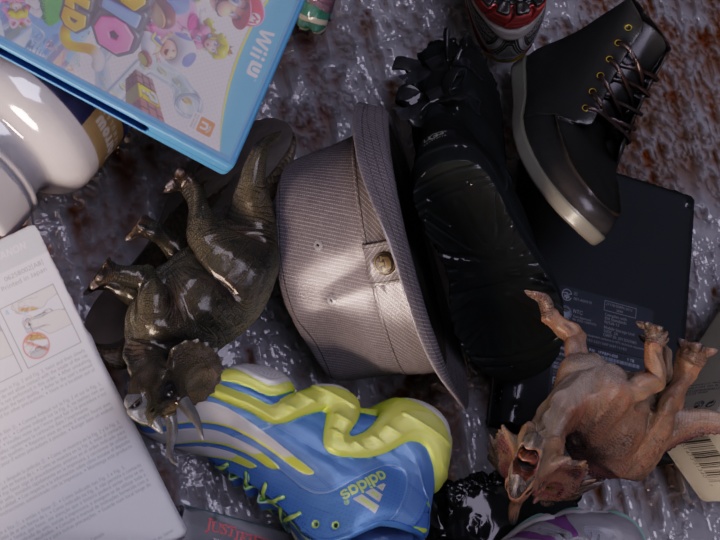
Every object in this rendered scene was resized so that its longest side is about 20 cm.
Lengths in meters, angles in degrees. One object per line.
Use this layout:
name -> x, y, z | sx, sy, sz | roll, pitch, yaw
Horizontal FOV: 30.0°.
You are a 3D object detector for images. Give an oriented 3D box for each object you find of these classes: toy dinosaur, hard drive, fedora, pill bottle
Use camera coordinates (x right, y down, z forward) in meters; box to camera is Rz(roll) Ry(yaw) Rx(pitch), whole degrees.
toy dinosaur -> 0.150, 0.098, 0.826 | 0.199, 0.086, 0.137 | 20, 85, -35
hard drive -> 0.168, 0.026, 0.959 | 0.138, 0.033, 0.202 | 15, 72, -17
toy dinosaur -> -0.095, 0.008, 0.789 | 0.102, 0.077, 0.201 | 39, 62, -8
fedora -> 0.000, 0.000, 0.852 | 0.089, 0.177, 0.202 | -15, 107, 8
pill bottle -> -0.189, -0.117, 0.811 | 0.119, 0.120, 0.201 | 37, 67, -8

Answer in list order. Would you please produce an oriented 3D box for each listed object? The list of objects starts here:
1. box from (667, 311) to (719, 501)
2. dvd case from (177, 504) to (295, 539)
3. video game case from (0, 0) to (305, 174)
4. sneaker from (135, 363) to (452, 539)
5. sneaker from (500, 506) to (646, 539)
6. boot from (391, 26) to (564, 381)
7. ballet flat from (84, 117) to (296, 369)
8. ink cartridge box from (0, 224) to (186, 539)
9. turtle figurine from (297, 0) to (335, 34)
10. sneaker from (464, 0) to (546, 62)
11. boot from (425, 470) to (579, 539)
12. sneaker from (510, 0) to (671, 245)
box -> 0.291, 0.067, 0.956 | 0.082, 0.068, 0.200 | 51, 57, -15
dvd case -> -0.066, 0.258, 0.814 | 0.145, 0.022, 0.202 | 17, 71, -16
video game case -> -0.136, -0.163, 0.768 | 0.199, 0.018, 0.144 | 28, 68, -16
sneaker -> -0.042, 0.120, 0.805 | 0.197, 0.076, 0.106 | 5, 57, -2
sneaker -> 0.092, 0.182, 0.747 | 0.198, 0.140, 0.078 | -20, 79, -16
boot -> 0.079, -0.048, 0.898 | 0.163, 0.073, 0.199 | -89, 157, -53
ballet flat -> -0.102, -0.017, 0.860 | 0.201, 0.067, 0.047 | -57, 140, -26
ink cartridge box -> -0.212, 0.101, 0.769 | 0.161, 0.057, 0.201 | -27, 87, -17
turtle figurine -> -0.034, -0.241, 0.920 | 0.198, 0.101, 0.151 | -11, 80, -29
sneaker -> 0.100, -0.240, 0.987 | 0.077, 0.082, 0.202 | 4, 58, 2
boot -> 0.123, 0.220, 0.866 | 0.196, 0.073, 0.164 | 9, 70, -17
sneaker -> 0.162, -0.110, 0.902 | 0.075, 0.106, 0.201 | 39, 29, -31
